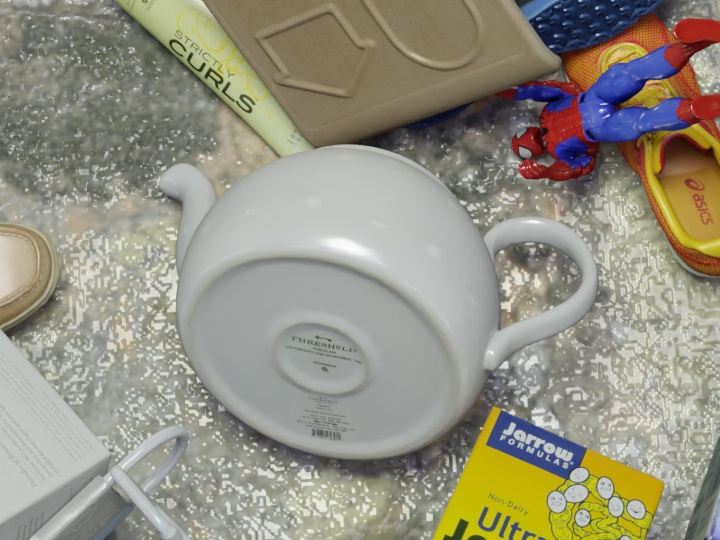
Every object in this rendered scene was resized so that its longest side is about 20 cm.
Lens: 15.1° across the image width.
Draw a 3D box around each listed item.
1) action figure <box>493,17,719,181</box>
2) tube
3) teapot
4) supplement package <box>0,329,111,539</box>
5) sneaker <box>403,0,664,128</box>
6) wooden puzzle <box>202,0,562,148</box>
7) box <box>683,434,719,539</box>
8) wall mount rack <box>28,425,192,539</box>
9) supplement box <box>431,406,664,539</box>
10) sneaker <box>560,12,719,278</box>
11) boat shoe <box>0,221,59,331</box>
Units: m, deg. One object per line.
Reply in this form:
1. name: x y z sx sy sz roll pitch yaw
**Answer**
1. action figure: 0.118 -0.088 1.523 0.098 0.200 0.066 -8 83 -25
2. tube: -0.085 -0.144 1.614 0.200 0.058 0.052 40 65 5
3. teapot: 0.000 0.000 1.541 0.200 0.197 0.147 42 42 -19
4. supplement package: -0.255 0.139 1.488 0.199 0.122 0.120 -31 66 -32
5. sneaker: 0.089 -0.160 1.580 0.199 0.070 0.078 -26 63 17
6. wooden puzzle: -0.006 -0.166 1.507 0.200 0.185 0.046 49 47 -25
7. box: 0.288 0.145 1.488 0.199 0.184 0.106 20 80 5
8. wall mount rack: -0.145 0.184 1.506 0.200 0.174 0.075 -43 71 -5
9. supplement box: 0.076 0.197 1.486 0.108 0.110 0.201 23 56 5
10. sneaker: 0.176 -0.092 1.584 0.073 0.077 0.201 -30 73 -3
11. boat shoe: -0.274 0.012 1.567 0.199 0.069 0.074 -13 80 2
